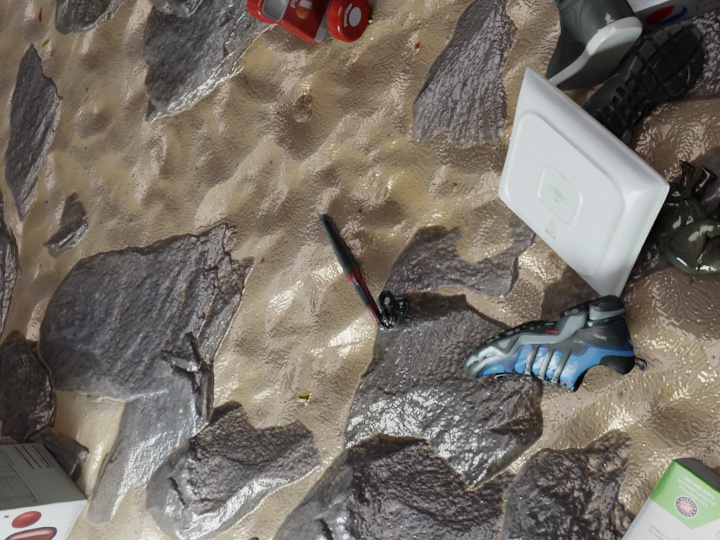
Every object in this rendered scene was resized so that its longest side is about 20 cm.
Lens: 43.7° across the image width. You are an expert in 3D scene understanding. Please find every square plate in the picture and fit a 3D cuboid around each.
[{"bbox_3d":[0.221,-0.083,0.957,0.028,0.199,0.200,-29,60,-22],"label":"square plate"}]

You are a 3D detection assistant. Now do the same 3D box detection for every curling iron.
[{"bbox_3d":[0.000,0.000,1.167,0.049,0.026,0.201,-36,59,0],"label":"curling iron"}]

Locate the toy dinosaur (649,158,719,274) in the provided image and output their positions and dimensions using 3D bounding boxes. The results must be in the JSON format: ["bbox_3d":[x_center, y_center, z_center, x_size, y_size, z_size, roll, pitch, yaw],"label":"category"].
[{"bbox_3d":[0.342,-0.047,0.940,0.200,0.077,0.103,50,122,22],"label":"toy dinosaur"}]

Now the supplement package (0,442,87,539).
[{"bbox_3d":[-0.566,0.386,1.364,0.147,0.199,0.192,37,103,30],"label":"supplement package"}]

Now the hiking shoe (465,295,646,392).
[{"bbox_3d":[0.203,0.098,0.986,0.199,0.074,0.087,-23,84,36],"label":"hiking shoe"}]

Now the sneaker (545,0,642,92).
[{"bbox_3d":[0.235,-0.261,0.967,0.070,0.200,0.100,-15,82,-9],"label":"sneaker"}]

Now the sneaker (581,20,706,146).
[{"bbox_3d":[0.289,-0.195,0.979,0.200,0.079,0.075,-45,105,-2],"label":"sneaker"}]

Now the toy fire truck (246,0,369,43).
[{"bbox_3d":[-0.057,-0.402,1.172,0.112,0.167,0.202,27,98,31],"label":"toy fire truck"}]

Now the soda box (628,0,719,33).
[{"bbox_3d":[0.353,-0.316,0.965,0.198,0.063,0.069,-14,76,29],"label":"soda box"}]

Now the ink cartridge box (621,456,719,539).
[{"bbox_3d":[0.325,0.309,0.882,0.145,0.084,0.201,35,102,31],"label":"ink cartridge box"}]
